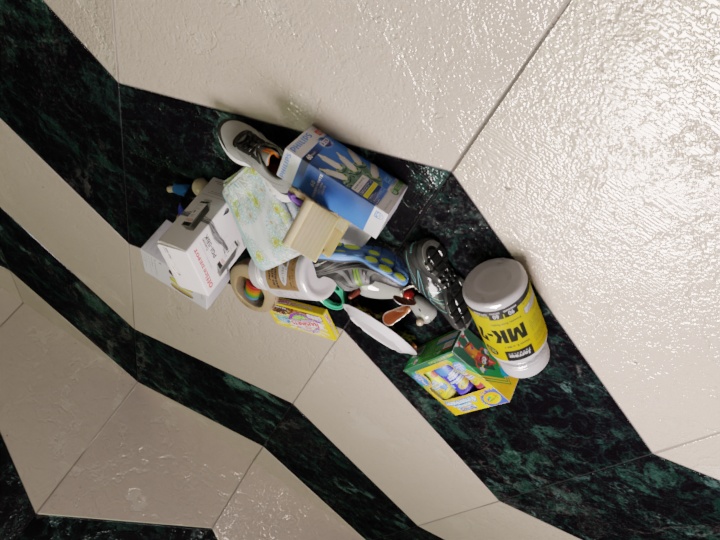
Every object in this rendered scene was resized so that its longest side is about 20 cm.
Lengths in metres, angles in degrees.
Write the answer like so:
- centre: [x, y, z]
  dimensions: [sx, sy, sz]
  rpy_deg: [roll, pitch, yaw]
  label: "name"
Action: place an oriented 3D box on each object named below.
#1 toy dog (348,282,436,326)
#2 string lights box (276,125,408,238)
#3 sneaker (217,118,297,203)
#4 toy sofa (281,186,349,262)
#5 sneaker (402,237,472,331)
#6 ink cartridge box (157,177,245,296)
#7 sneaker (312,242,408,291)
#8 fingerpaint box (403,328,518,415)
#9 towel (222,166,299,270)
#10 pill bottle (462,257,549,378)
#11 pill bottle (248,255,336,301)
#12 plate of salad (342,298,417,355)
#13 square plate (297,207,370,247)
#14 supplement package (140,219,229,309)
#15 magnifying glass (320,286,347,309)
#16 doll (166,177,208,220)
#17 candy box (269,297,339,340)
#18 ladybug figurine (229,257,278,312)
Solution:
- centre: [0.052, 0.054, 1.261]
  dimensions: [0.196, 0.097, 0.133]
  rpy_deg: [22, 146, 19]
  label: "toy dog"
- centre: [-0.030, -0.150, 1.055]
  dimensions: [0.198, 0.103, 0.059]
  rpy_deg: [32, 131, 3]
  label: "string lights box"
- centre: [-0.177, -0.210, 1.119]
  dimensions: [0.199, 0.074, 0.080]
  rpy_deg: [40, 163, 13]
  label: "sneaker"
- centre: [-0.084, -0.076, 1.079]
  dimensions: [0.096, 0.084, 0.200]
  rpy_deg: [31, -174, 2]
  label: "toy sofa"
- centre: [0.146, 0.025, 1.175]
  dimensions: [0.078, 0.075, 0.202]
  rpy_deg: [-2, 125, 52]
  label: "sneaker"
- centre: [-0.317, -0.071, 1.337]
  dimensions: [0.081, 0.202, 0.148]
  rpy_deg: [16, 145, 23]
  label: "ink cartridge box"
- centre: [0.000, 0.000, 1.202]
  dimensions: [0.195, 0.071, 0.084]
  rpy_deg: [11, 123, 18]
  label: "sneaker"
- centre: [0.213, 0.222, 1.357]
  dimensions: [0.166, 0.074, 0.199]
  rpy_deg: [41, 148, -10]
  label: "fingerpaint box"
- centre: [-0.189, -0.110, 1.241]
  dimensions: [0.170, 0.048, 0.203]
  rpy_deg: [-20, 99, 51]
  label: "towel"
- centre: [0.260, 0.087, 1.102]
  dimensions: [0.112, 0.115, 0.202]
  rpy_deg: [3, 137, 40]
  label: "pill bottle"
- centre: [-0.149, 0.001, 1.358]
  dimensions: [0.197, 0.115, 0.115]
  rpy_deg: [3, 137, 44]
  label: "pill bottle"
- centre: [0.046, 0.123, 1.397]
  dimensions: [0.198, 0.049, 0.200]
  rpy_deg: [34, 170, 7]
  label: "plate of salad"
- centre: [-0.063, -0.116, 1.211]
  dimensions: [0.198, 0.029, 0.199]
  rpy_deg: [35, 147, -1]
  label: "square plate"
- centre: [-0.443, -0.015, 1.611]
  dimensions: [0.197, 0.110, 0.114]
  rpy_deg: [30, 148, 7]
  label: "supplement package"
- centre: [-0.051, 0.032, 1.398]
  dimensions: [0.079, 0.023, 0.201]
  rpy_deg: [34, 146, 0]
  label: "magnifying glass"
- centre: [-0.382, -0.149, 1.437]
  dimensions: [0.135, 0.049, 0.200]
  rpy_deg: [38, 148, -7]
  label: "doll"
- centre: [-0.151, 0.118, 1.599]
  dimensions: [0.196, 0.027, 0.103]
  rpy_deg: [12, 145, 32]
  label: "candy box"
- centre: [-0.249, 0.030, 1.528]
  dimensions: [0.134, 0.072, 0.201]
  rpy_deg: [35, 148, 0]
  label: "ladybug figurine"
